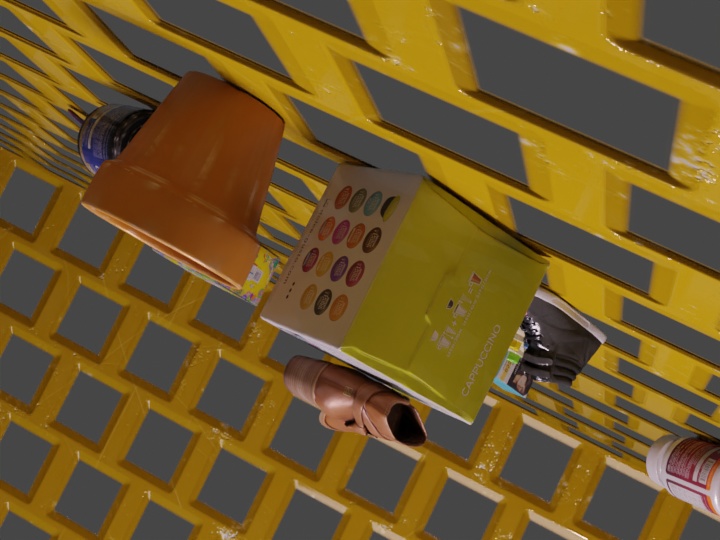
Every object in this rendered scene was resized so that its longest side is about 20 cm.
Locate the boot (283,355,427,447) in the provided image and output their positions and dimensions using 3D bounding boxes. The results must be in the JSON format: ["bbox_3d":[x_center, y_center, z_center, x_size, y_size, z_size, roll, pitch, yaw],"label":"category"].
[{"bbox_3d":[0.017,0.163,1.497,0.153,0.075,0.199,19,174,35],"label":"boot"}]

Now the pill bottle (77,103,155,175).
[{"bbox_3d":[-0.313,-0.171,1.843,0.111,0.113,0.199,31,173,-32],"label":"pill bottle"}]

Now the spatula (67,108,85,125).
[{"bbox_3d":[-0.417,-0.223,2.271,0.198,0.021,0.057,27,-173,-12],"label":"spatula"}]

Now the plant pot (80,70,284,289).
[{"bbox_3d":[-0.176,-0.107,1.446,0.198,0.185,0.200,27,174,3],"label":"plant pot"}]

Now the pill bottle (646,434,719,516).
[{"bbox_3d":[0.577,0.342,2.222,0.109,0.111,0.199,30,174,-24],"label":"pill bottle"}]

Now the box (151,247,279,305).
[{"bbox_3d":[-0.318,-0.035,2.912,0.191,0.123,0.200,24,174,27],"label":"box"}]

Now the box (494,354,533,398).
[{"bbox_3d":[0.232,0.140,2.178,0.049,0.083,0.200,21,172,36],"label":"box"}]

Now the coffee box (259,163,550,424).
[{"bbox_3d":[0.048,0.022,1.454,0.199,0.202,0.197,31,173,-29],"label":"coffee box"}]

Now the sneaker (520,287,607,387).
[{"bbox_3d":[0.223,0.081,1.667,0.199,0.100,0.070,32,174,-30],"label":"sneaker"}]

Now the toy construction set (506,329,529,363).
[{"bbox_3d":[0.198,0.076,1.821,0.130,0.093,0.200,26,-175,14],"label":"toy construction set"}]
